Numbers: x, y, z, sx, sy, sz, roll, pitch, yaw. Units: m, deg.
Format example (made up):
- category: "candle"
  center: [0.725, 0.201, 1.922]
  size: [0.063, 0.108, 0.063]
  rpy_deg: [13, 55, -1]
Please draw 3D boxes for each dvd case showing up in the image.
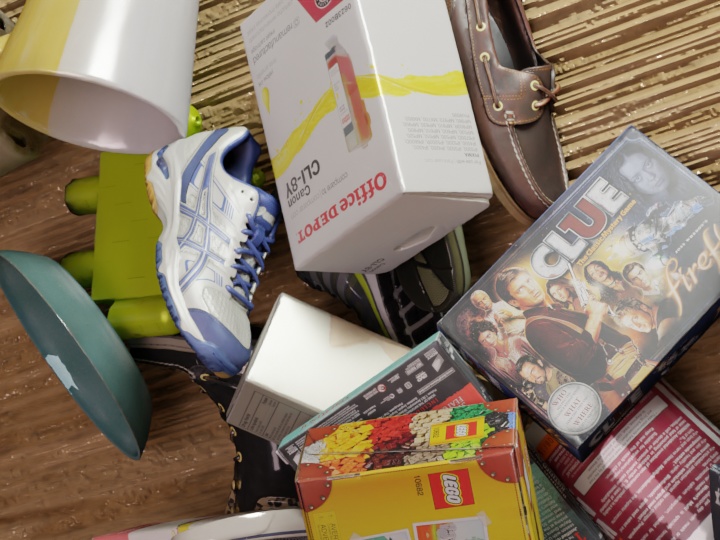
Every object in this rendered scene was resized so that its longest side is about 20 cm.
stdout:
- category: "dvd case"
  center: [0.059, 0.158, 1.474]
  size: [0.146, 0.022, 0.200]
  rpy_deg: [-36, 99, 20]

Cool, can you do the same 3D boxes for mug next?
- category: "mug"
  center: [-0.201, -0.192, 1.588]
  size: [0.149, 0.186, 0.153]
  rpy_deg: [-8, 64, 51]

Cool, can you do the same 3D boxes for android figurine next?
- category: "android figurine"
  center: [-0.151, -0.038, 1.642]
  size: [0.200, 0.041, 0.182]
  rpy_deg: [-4, 77, 37]

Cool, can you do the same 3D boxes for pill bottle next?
- category: "pill bottle"
  center: [0.217, 0.154, 1.484]
  size: [0.200, 0.110, 0.110]
  rpy_deg: [44, 115, 14]

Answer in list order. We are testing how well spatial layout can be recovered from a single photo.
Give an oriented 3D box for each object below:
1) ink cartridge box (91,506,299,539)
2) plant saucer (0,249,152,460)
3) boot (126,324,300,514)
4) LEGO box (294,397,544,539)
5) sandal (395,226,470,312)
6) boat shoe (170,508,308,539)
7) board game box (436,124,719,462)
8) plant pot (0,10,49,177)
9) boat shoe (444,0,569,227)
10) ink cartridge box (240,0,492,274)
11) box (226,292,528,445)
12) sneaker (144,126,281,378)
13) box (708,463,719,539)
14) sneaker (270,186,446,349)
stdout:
- category: "ink cartridge box"
  center: [-0.101, 0.244, 1.604]
  size: [0.200, 0.067, 0.117]
  rpy_deg: [-12, 87, 34]
- category: "plant saucer"
  center: [-0.219, 0.058, 1.671]
  size: [0.036, 0.200, 0.200]
  rpy_deg: [-36, 80, -16]
- category: "boot"
  center: [-0.092, 0.120, 1.656]
  size: [0.200, 0.073, 0.151]
  rpy_deg: [6, 102, 20]
- category: "LEGO box"
  center: [0.050, 0.200, 1.433]
  size: [0.149, 0.077, 0.200]
  rpy_deg: [-9, 110, 8]
- category: "sandal"
  center: [0.053, -0.070, 1.554]
  size: [0.080, 0.057, 0.201]
  rpy_deg: [-8, 88, 53]
- category: "boat shoe"
  center: [-0.033, 0.221, 1.515]
  size: [0.075, 0.200, 0.093]
  rpy_deg: [132, 132, -62]
- category: "board game box"
  center: [0.168, 0.014, 1.456]
  size: [0.135, 0.035, 0.200]
  rpy_deg: [40, 81, 23]
- category: "plant pot"
  center: [-0.357, -0.124, 1.688]
  size: [0.183, 0.200, 0.201]
  rpy_deg: [-19, 91, 17]
- category: "boat shoe"
  center: [0.104, -0.132, 1.509]
  size: [0.070, 0.070, 0.200]
  rpy_deg: [-26, 87, 32]
- category: "ink cartridge box"
  center: [0.001, -0.115, 1.500]
  size: [0.145, 0.083, 0.200]
  rpy_deg: [-35, 63, 49]
- category: "box"
  center: [0.012, 0.102, 1.535]
  size: [0.200, 0.078, 0.095]
  rpy_deg: [24, 154, -3]
- category: "sneaker"
  center: [-0.097, -0.021, 1.525]
  size: [0.088, 0.075, 0.200]
  rpy_deg: [-22, 59, 13]
- category: "box"
  center: [0.342, 0.169, 1.352]
  size: [0.200, 0.148, 0.104]
  rpy_deg: [-9, 98, -10]
- category: "sneaker"
  center: [0.000, 0.000, 1.596]
  size: [0.081, 0.074, 0.200]
  rpy_deg: [-33, 84, 46]
